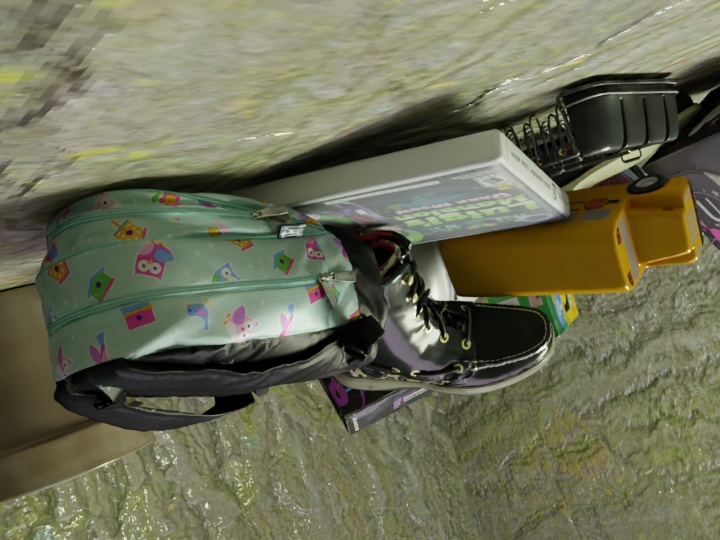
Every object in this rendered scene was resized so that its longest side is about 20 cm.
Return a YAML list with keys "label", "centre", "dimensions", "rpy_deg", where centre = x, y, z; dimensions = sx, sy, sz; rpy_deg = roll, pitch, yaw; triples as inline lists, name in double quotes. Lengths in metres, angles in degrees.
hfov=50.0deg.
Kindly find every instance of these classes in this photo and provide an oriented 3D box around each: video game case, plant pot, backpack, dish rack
- label: "video game case"
  centre: [0.036, -0.047, 0.563]
  dimensions: [0.196, 0.024, 0.181]
  rpy_deg: [-9, 169, 27]
- label: "plant pot"
  centre: [-0.316, 0.111, 0.744]
  dimensions: [0.196, 0.177, 0.200]
  rpy_deg: [-16, 178, -1]
- label: "backpack"
  centre: [-0.100, 0.022, 0.483]
  dimensions: [0.198, 0.129, 0.166]
  rpy_deg: [1, 157, -46]
- label: "dish rack"
  centre: [0.148, -0.098, 0.635]
  dimensions: [0.152, 0.056, 0.198]
  rpy_deg: [-13, 179, -44]

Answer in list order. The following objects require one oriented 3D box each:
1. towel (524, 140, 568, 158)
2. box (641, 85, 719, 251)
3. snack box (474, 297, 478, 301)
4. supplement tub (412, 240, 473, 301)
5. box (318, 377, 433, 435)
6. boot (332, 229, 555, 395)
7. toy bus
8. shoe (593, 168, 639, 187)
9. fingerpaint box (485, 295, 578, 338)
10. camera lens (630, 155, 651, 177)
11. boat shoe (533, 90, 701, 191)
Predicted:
- label: "towel"
  centre: [0.264, -0.145, 0.904]
  dimensions: [0.142, 0.024, 0.199]
  rpy_deg: [-20, 179, 22]
- label: "box"
  centre: [0.368, -0.101, 0.693]
  dimensions: [0.115, 0.132, 0.200]
  rpy_deg: [-45, 180, -3]
- label: "snack box"
  centre: [0.084, -0.004, 1.031]
  dimensions: [0.116, 0.037, 0.199]
  rpy_deg: [-45, -143, -8]
- label: "supplement tub"
  centre: [0.000, 0.000, 0.758]
  dimensions: [0.196, 0.148, 0.145]
  rpy_deg: [-16, 179, -4]
- label: "box"
  centre: [0.007, 0.065, 0.822]
  dimensions: [0.141, 0.037, 0.201]
  rpy_deg: [-24, -137, -11]
- label: "boot"
  centre: [0.057, 0.034, 0.621]
  dimensions: [0.199, 0.075, 0.155]
  rpy_deg: [-5, 144, 9]
- label: "toy bus"
  centre: [0.169, -0.024, 0.634]
  dimensions: [0.197, 0.066, 0.078]
  rpy_deg: [-4, -151, 41]
- label: "shoe"
  centre: [0.249, -0.069, 0.818]
  dimensions: [0.089, 0.073, 0.200]
  rpy_deg: [-6, -153, -17]
- label: "fingerpaint box"
  centre: [0.186, -0.023, 0.907]
  dimensions: [0.072, 0.204, 0.166]
  rpy_deg: [-18, 177, 23]
- label: "camera lens"
  centre: [0.417, -0.109, 1.106]
  dimensions: [0.197, 0.163, 0.159]
  rpy_deg: [-15, 179, -29]
- label: "boat shoe"
  centre: [0.225, -0.115, 0.739]
  dimensions: [0.199, 0.064, 0.073]
  rpy_deg: [-31, 164, 14]
